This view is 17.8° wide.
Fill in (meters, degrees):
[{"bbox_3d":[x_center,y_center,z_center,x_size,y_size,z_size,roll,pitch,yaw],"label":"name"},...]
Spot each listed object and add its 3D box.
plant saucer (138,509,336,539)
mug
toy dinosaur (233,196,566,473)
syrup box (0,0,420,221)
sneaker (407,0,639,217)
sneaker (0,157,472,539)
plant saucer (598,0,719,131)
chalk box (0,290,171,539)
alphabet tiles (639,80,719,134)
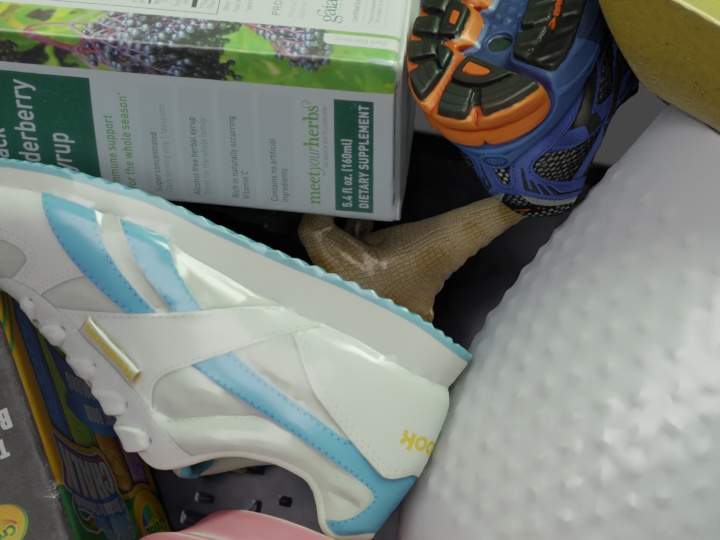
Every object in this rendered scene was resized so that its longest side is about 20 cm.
[{"bbox_3d":[0.003,0.140,0.764,0.200,0.201,0.051,26,70,17],"label":"plant saucer"},{"bbox_3d":[0.111,0.068,0.762,0.175,0.148,0.200,-48,35,6],"label":"mug"},{"bbox_3d":[0.000,0.000,0.861,0.200,0.058,0.101,-40,70,30],"label":"toy dinosaur"},{"bbox_3d":[-0.080,-0.078,0.802,0.199,0.079,0.082,5,48,4],"label":"syrup box"},{"bbox_3d":[0.071,-0.100,0.804,0.075,0.079,0.200,7,50,28],"label":"sneaker"},{"bbox_3d":[-0.068,0.021,0.764,0.199,0.077,0.081,23,86,13],"label":"sneaker"},{"bbox_3d":[0.183,-0.068,0.766,0.199,0.200,0.049,31,123,12],"label":"plant saucer"},{"bbox_3d":[-0.151,0.087,0.858,0.124,0.124,0.201,-22,77,9],"label":"chalk box"},{"bbox_3d":[0.222,-0.075,0.845,0.167,0.008,0.200,-47,72,2],"label":"alphabet tiles"}]
